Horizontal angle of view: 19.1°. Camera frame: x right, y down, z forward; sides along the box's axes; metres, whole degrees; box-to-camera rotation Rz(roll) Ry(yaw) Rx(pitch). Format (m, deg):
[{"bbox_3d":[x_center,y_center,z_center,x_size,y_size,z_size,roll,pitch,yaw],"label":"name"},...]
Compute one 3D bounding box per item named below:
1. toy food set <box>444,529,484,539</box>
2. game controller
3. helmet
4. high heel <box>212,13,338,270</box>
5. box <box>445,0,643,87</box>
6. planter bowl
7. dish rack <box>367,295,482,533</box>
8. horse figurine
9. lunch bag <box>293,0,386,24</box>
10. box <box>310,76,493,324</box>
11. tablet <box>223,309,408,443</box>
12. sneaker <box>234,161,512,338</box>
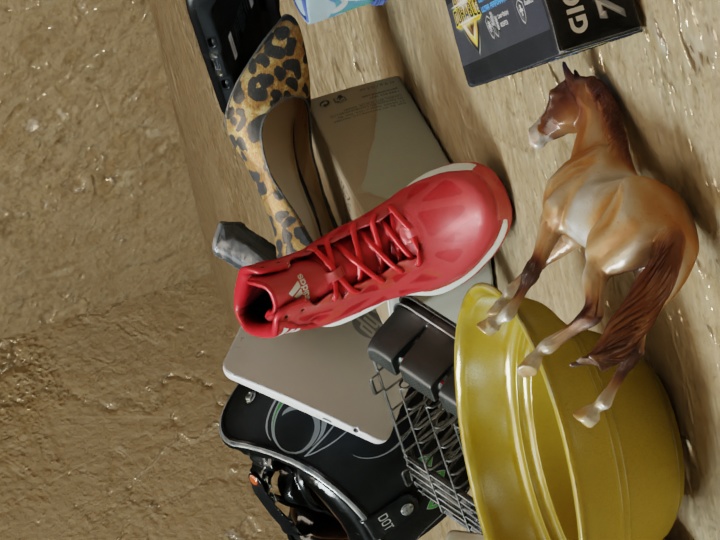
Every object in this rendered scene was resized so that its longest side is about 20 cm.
[{"bbox_3d":[0.076,0.250,1.386,0.200,0.060,0.144,177,100,-82],"label":"toy food set"},{"bbox_3d":[-0.091,-0.191,1.528,0.200,0.042,0.105,75,-144,-65],"label":"game controller"},{"bbox_3d":[0.004,0.116,1.664,0.200,0.191,0.200,29,151,18],"label":"helmet"},{"bbox_3d":[-0.033,-0.070,1.530,0.142,0.071,0.201,29,118,36],"label":"high heel"},{"bbox_3d":[0.066,-0.199,1.065,0.200,0.049,0.199,-173,65,-81],"label":"box"},{"bbox_3d":[0.120,0.098,1.155,0.200,0.083,0.201,170,90,-77],"label":"planter bowl"},{"bbox_3d":[0.080,0.123,1.474,0.153,0.055,0.200,34,155,36],"label":"dish rack"},{"bbox_3d":[0.111,-0.010,1.015,0.050,0.133,0.200,29,-170,-22],"label":"horse figurine"},{"bbox_3d":[-0.040,-0.283,1.494,0.161,0.082,0.200,86,165,-56],"label":"lunch bag"},{"bbox_3d":[0.027,-0.044,1.550,0.200,0.077,0.095,-116,14,-50],"label":"box"},{"bbox_3d":[-0.014,0.035,1.585,0.200,0.130,0.014,-67,2,-47],"label":"tablet"},{"bbox_3d":[0.000,0.000,1.384,0.200,0.115,0.079,-33,85,37],"label":"sneaker"}]
